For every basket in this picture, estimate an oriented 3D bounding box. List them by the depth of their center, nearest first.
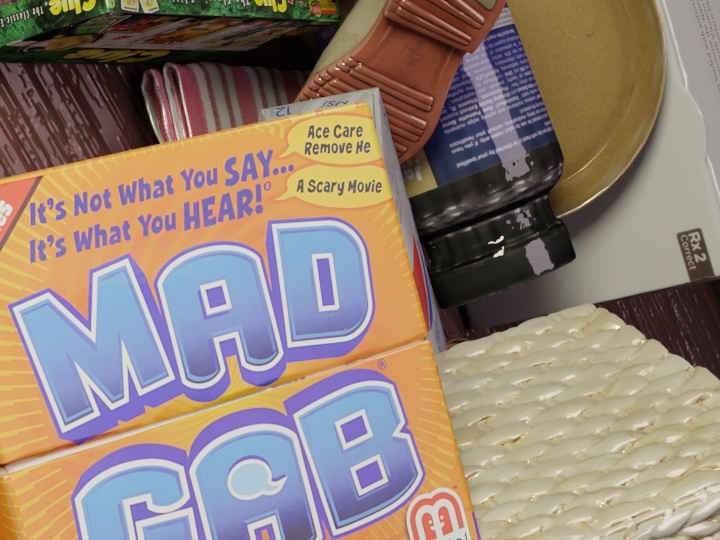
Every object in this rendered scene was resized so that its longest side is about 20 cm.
[{"bbox_3d":[0.094,0.137,0.972,0.199,0.198,0.162,-15,118,-29],"label":"basket"}]

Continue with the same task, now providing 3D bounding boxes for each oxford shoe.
[{"bbox_3d":[0.020,-0.119,1.108,0.071,0.200,0.074,28,40,-18],"label":"oxford shoe"}]

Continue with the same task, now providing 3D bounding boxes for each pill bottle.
[{"bbox_3d":[0.050,-0.086,1.191,0.112,0.111,0.201,-23,93,-57],"label":"pill bottle"}]

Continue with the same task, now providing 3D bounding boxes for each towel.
[{"bbox_3d":[-0.051,-0.044,1.195,0.200,0.030,0.147,-5,83,-60],"label":"towel"}]

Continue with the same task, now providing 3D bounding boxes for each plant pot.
[{"bbox_3d":[0.084,-0.126,1.255,0.027,0.199,0.201,-41,116,-83],"label":"plant pot"}]

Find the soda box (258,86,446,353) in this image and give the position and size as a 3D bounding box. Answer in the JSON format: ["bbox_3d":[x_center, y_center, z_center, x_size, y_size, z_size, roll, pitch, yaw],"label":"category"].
[{"bbox_3d":[0.000,0.000,1.125,0.064,0.068,0.201,-93,171,-47],"label":"soda box"}]

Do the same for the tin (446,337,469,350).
[{"bbox_3d":[0.063,0.144,1.288,0.112,0.042,0.201,8,72,-60],"label":"tin"}]

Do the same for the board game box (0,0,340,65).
[{"bbox_3d":[-0.106,-0.127,1.066,0.200,0.104,0.024,-9,89,-57],"label":"board game box"}]

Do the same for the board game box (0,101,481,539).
[{"bbox_3d":[-0.104,0.061,0.861,0.199,0.199,0.201,-16,92,-36],"label":"board game box"}]

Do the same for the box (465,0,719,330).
[{"bbox_3d":[0.153,-0.086,1.359,0.131,0.199,0.200,-27,102,-58],"label":"box"}]
